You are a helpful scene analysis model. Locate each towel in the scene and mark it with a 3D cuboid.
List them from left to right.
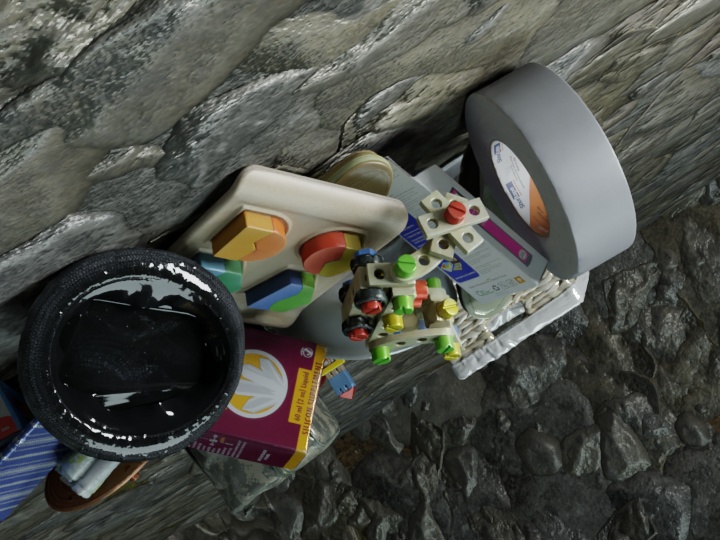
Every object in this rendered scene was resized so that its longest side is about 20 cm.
[{"bbox_3d":[-0.327,0.181,1.149,0.200,0.024,0.145,-46,169,7],"label":"towel"},{"bbox_3d":[-0.245,0.153,1.252,0.200,0.048,0.171,-50,-169,-15],"label":"towel"}]

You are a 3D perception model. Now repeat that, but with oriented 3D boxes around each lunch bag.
[{"bbox_3d":[-0.150,0.178,1.435,0.168,0.200,0.139,-40,177,9],"label":"lunch bag"}]

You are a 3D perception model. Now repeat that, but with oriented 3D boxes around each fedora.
[{"bbox_3d":[-0.202,0.066,1.005,0.200,0.201,0.091,-26,-159,-25],"label":"fedora"}]

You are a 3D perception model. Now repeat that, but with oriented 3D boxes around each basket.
[{"bbox_3d":[0.177,0.007,1.546,0.198,0.161,0.200,-35,-176,18],"label":"basket"}]

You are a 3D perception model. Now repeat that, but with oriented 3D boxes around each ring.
[{"bbox_3d":[-0.279,0.198,1.345,0.200,0.019,0.201,-29,-152,17],"label":"ring"}]

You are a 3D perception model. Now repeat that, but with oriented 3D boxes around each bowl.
[{"bbox_3d":[0.000,0.000,1.221,0.201,0.201,0.091,-25,126,-29],"label":"bowl"}]

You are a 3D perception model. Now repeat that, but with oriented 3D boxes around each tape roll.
[{"bbox_3d":[0.177,-0.093,1.113,0.066,0.201,0.200,-28,169,-7],"label":"tape roll"}]

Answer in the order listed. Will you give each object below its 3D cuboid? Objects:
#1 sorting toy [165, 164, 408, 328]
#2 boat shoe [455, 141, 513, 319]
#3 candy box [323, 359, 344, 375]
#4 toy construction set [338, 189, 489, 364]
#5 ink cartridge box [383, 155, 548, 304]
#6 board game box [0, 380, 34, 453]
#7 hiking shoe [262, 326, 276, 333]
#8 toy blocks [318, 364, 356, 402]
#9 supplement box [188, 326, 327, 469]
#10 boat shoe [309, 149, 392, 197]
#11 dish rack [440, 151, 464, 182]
[{"bbox_3d":[-0.080,-0.009,1.057,0.185,0.037,0.200,11,141,-38],"label":"sorting toy"},{"bbox_3d":[0.133,-0.050,1.243,0.071,0.202,0.061,10,178,-25],"label":"boat shoe"},{"bbox_3d":[-0.130,0.127,1.517,0.200,0.102,0.026,-32,-173,5],"label":"candy box"},{"bbox_3d":[0.049,0.018,1.062,0.130,0.092,0.200,-1,140,-12],"label":"toy construction set"},{"bbox_3d":[0.080,-0.045,1.139,0.095,0.200,0.037,-23,-145,57],"label":"ink cartridge box"},{"bbox_3d":[-0.416,0.196,1.179,0.195,0.056,0.200,-29,169,-11],"label":"board game box"},{"bbox_3d":[-0.078,0.065,1.386,0.076,0.101,0.200,-31,169,-4],"label":"hiking shoe"},{"bbox_3d":[-0.098,0.144,1.570,0.200,0.137,0.100,-32,173,6],"label":"toy blocks"},{"bbox_3d":[-0.143,0.112,1.135,0.199,0.111,0.086,14,157,-8],"label":"supplement box"},{"bbox_3d":[-0.043,-0.053,1.106,0.073,0.063,0.201,7,141,-32],"label":"boat shoe"},{"bbox_3d":[0.116,-0.085,1.400,0.171,0.044,0.200,-36,169,21],"label":"dish rack"}]
